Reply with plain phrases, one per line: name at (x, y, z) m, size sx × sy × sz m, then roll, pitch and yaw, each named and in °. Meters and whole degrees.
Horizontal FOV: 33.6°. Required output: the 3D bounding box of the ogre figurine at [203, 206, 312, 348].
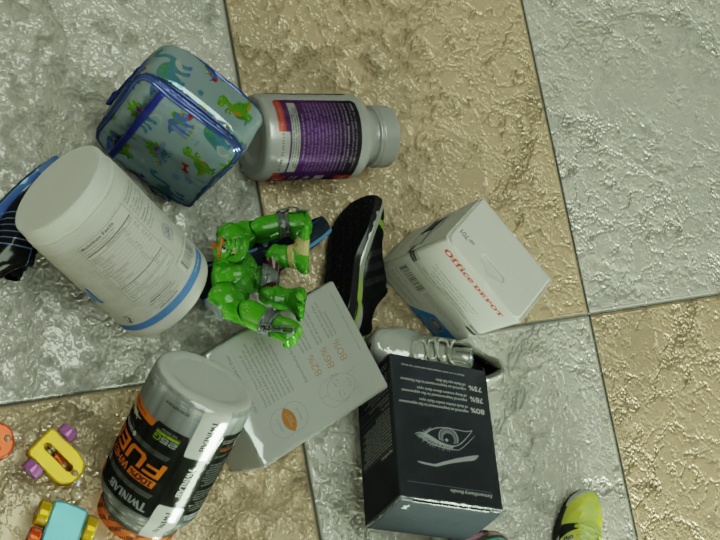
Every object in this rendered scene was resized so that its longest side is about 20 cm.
ogre figurine at (-0.121, 0.004, 1.419) m, size 0.118 × 0.098 × 0.202 m, roll 2°, pitch 68°, yaw 0°

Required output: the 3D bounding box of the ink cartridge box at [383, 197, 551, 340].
ink cartridge box at (0.132, 0.006, 1.563) m, size 0.147 × 0.200 × 0.086 m, roll 49°, pitch 62°, yaw -9°

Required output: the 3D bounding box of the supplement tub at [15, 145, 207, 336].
supplement tub at (-0.281, -0.030, 1.365) m, size 0.200 × 0.131 × 0.133 m, roll 49°, pitch 59°, yaw -35°

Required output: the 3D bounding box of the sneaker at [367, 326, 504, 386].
sneaker at (0.103, 0.111, 1.587) m, size 0.198 × 0.087 × 0.075 m, roll 14°, pitch 66°, yaw -23°

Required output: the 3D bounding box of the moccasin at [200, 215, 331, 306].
moccasin at (-0.124, -0.026, 1.509) m, size 0.199 × 0.080 × 0.069 m, roll -32°, pitch 89°, yaw -30°

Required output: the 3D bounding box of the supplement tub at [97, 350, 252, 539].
supplement tub at (-0.213, 0.203, 1.339) m, size 0.122 × 0.123 × 0.201 m, roll 21°, pitch 108°, yaw -21°

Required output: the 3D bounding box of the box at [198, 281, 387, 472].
box at (-0.096, 0.131, 1.469) m, size 0.199 × 0.106 × 0.153 m, roll -29°, pitch 92°, yaw -30°

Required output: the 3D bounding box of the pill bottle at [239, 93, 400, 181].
pill bottle at (-0.053, -0.175, 1.562) m, size 0.198 × 0.111 × 0.113 m, roll -4°, pitch 79°, yaw -27°

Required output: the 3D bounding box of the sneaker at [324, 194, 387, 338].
sneaker at (0.000, 0.000, 1.586) m, size 0.083 × 0.071 × 0.202 m, roll 33°, pitch 64°, yaw -43°

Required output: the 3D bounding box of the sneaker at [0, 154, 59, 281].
sneaker at (-0.399, -0.043, 1.382) m, size 0.078 × 0.070 × 0.200 m, roll 45°, pitch 68°, yaw -16°

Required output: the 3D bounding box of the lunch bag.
lunch bag at (-0.223, -0.171, 1.423) m, size 0.160 × 0.200 × 0.083 m, roll 39°, pitch 57°, yaw -15°

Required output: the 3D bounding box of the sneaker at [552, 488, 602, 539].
sneaker at (0.304, 0.398, 1.628) m, size 0.075 × 0.076 × 0.202 m, roll 23°, pitch 67°, yaw -19°

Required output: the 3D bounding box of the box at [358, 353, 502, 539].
box at (0.084, 0.224, 1.507) m, size 0.147 × 0.104 × 0.202 m, roll 13°, pitch 54°, yaw -22°

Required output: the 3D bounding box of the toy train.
toy train at (-0.378, 0.249, 1.329) m, size 0.149 × 0.056 × 0.202 m, roll -17°, pitch 83°, yaw -28°

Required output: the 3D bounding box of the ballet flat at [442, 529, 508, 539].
ballet flat at (0.100, 0.376, 1.532) m, size 0.198 × 0.071 × 0.070 m, roll -9°, pitch 88°, yaw -29°
